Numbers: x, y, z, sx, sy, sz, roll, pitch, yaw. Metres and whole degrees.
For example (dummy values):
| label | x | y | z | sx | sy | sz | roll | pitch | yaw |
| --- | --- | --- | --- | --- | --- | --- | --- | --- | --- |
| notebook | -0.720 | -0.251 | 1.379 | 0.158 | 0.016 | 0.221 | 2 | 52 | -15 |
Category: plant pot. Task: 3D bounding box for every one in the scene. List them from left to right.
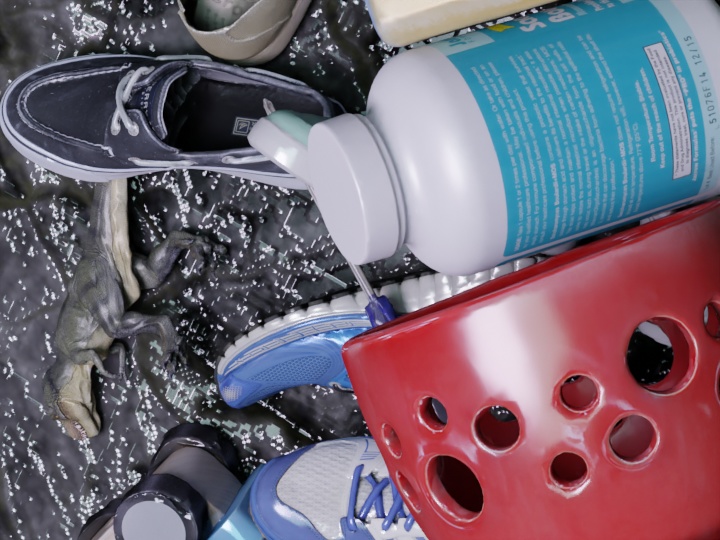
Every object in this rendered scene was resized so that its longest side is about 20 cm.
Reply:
| label | x | y | z | sx | sy | sz | roll | pitch | yaw |
| --- | --- | --- | --- | --- | --- | --- | --- | --- | --- |
| plant pot | 0.110 | 0.082 | 1.369 | 0.200 | 0.200 | 0.183 | -18 | 90 | 23 |

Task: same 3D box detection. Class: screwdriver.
| label | x | y | z | sx | sy | sz | roll | pitch | yaw |
| --- | --- | --- | --- | --- | --- | --- | --- | --- | --- |
| screwdriver | 0.000 | 0.000 | 1.490 | 0.028 | 0.029 | 0.200 | -29 | 86 | 16 |

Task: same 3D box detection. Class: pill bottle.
| label | x | y | z | sx | sy | sz | roll | pitch | yaw |
| --- | --- | --- | --- | --- | --- | --- | --- | --- | --- |
| pill bottle | 0.079 | -0.064 | 1.377 | 0.200 | 0.111 | 0.111 | -18 | 94 | -18 |

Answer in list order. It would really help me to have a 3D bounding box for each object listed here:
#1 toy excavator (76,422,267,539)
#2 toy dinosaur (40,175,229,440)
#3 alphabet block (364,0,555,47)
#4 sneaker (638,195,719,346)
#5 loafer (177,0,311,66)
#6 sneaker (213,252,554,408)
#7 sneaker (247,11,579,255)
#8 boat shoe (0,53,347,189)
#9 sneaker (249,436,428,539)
| label | x | y | z | sx | sy | sz | roll | pitch | yaw |
| --- | --- | --- | --- | --- | --- | --- | --- | --- | --- |
| toy excavator | -0.042 | 0.170 | 1.580 | 0.200 | 0.100 | 0.194 | 42 | 111 | -5 |
| toy dinosaur | -0.126 | 0.008 | 1.600 | 0.088 | 0.047 | 0.200 | 17 | 102 | 24 |
| alphabet block | 0.102 | -0.231 | 1.391 | 0.200 | 0.195 | 0.197 | -14 | 96 | 22 |
| sneaker | 0.222 | -0.005 | 1.425 | 0.200 | 0.078 | 0.100 | 5 | 122 | 25 |
| loafer | -0.038 | -0.196 | 1.515 | 0.076 | 0.068 | 0.200 | 27 | 108 | 15 |
| sneaker | 0.015 | 0.049 | 1.534 | 0.200 | 0.079 | 0.089 | -14 | 92 | 22 |
| sneaker | 0.042 | -0.084 | 1.459 | 0.074 | 0.200 | 0.118 | 40 | 114 | 54 |
| boat shoe | -0.104 | -0.083 | 1.548 | 0.200 | 0.068 | 0.072 | 9 | 77 | 15 |
| sneaker | 0.044 | 0.115 | 1.496 | 0.200 | 0.088 | 0.075 | 4 | 71 | -5 |
